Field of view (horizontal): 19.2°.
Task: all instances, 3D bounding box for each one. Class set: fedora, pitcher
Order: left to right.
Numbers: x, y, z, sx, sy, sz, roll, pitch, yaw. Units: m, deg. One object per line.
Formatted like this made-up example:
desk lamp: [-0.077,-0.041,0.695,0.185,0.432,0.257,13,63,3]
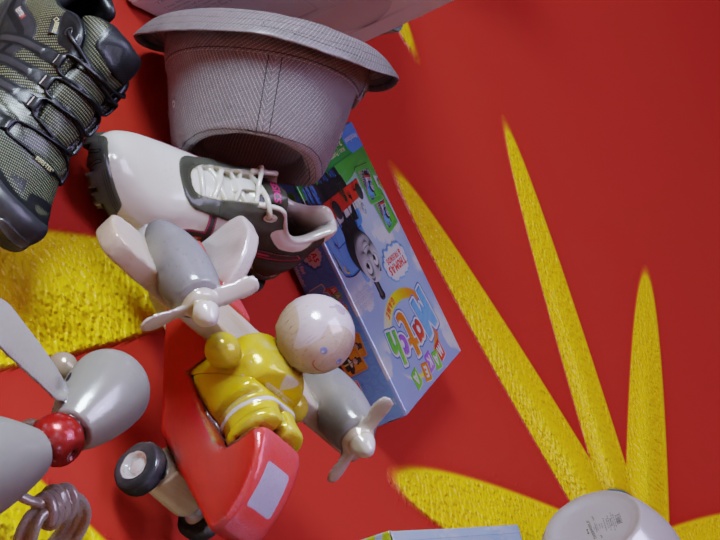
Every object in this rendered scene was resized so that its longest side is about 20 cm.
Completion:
fedora: [-0.068,-0.107,1.399,0.200,0.177,0.090,165,-64,-74]
pitcher: [0.210,0.264,1.718,0.172,0.121,0.200,-114,180,-60]

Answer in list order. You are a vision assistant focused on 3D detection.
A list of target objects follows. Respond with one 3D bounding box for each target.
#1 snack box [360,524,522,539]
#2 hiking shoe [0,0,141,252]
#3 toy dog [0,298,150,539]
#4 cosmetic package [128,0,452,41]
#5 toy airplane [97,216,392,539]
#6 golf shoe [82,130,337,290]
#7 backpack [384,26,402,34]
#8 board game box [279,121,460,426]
snack box: [-0.024,0.196,1.144,0.169,0.200,0.068,10,59,-62]
hiking shoe: [-0.178,-0.102,1.207,0.076,0.101,0.200,44,32,-41]
toy dog: [-0.195,0.080,1.024,0.096,0.132,0.200,32,11,17]
cosmetic package: [-0.041,-0.250,1.508,0.200,0.199,0.123,21,51,-60]
toy airplane: [-0.066,0.045,1.245,0.199,0.141,0.200,66,24,-2]
golf shoe: [-0.098,-0.050,1.352,0.200,0.088,0.077,28,46,-54]
backpack: [-0.011,-0.278,1.695,0.167,0.126,0.200,42,37,-51]
board game box: [0.000,0.000,1.579,0.200,0.037,0.151,65,23,-8]
